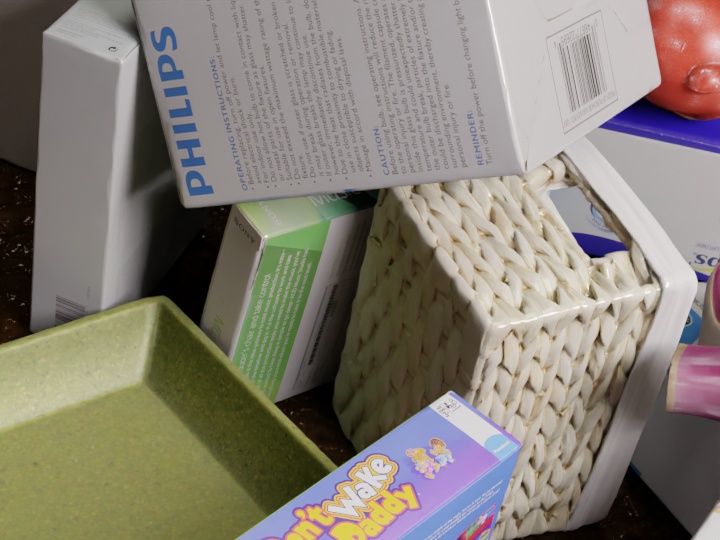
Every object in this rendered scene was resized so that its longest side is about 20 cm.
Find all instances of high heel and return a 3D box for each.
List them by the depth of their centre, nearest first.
[{"bbox_3d":[0.220,0.040,0.934,0.095,0.068,0.200,7,11,17],"label":"high heel"}]

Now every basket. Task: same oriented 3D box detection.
[{"bbox_3d":[0.073,0.043,0.966,0.122,0.201,0.136,-14,49,-25],"label":"basket"}]

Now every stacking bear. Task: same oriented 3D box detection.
[{"bbox_3d":[0.224,-0.157,1.039,0.121,0.114,0.200,30,52,27],"label":"stacking bear"}]

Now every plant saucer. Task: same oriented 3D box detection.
[{"bbox_3d":[-0.133,0.107,0.897,0.199,0.048,0.200,-18,41,-32],"label":"plant saucer"}]

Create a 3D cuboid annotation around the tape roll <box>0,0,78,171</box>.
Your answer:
[{"bbox_3d":[-0.171,-0.173,1.156,0.201,0.140,0.204,11,41,-10],"label":"tape roll"}]

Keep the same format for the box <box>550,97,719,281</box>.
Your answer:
[{"bbox_3d":[0.221,-0.095,1.124,0.182,0.106,0.201,13,43,11],"label":"box"}]

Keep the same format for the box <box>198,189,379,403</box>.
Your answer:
[{"bbox_3d":[0.000,0.000,1.021,0.199,0.145,0.036,-19,53,-37],"label":"box"}]

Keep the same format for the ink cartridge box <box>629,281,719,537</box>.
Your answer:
[{"bbox_3d":[0.251,0.075,1.068,0.198,0.086,0.147,-7,35,-27],"label":"ink cartridge box"}]

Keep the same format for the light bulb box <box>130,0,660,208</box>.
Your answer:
[{"bbox_3d":[0.023,-0.123,0.935,0.199,0.126,0.198,-4,15,32],"label":"light bulb box"}]

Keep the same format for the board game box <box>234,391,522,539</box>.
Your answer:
[{"bbox_3d":[-0.018,0.155,0.792,0.045,0.135,0.199,35,42,25],"label":"board game box"}]

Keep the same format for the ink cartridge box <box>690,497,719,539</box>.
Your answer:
[{"bbox_3d":[0.204,0.199,0.874,0.144,0.146,0.200,33,41,16],"label":"ink cartridge box"}]

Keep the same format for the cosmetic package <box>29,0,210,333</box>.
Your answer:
[{"bbox_3d":[-0.126,-0.075,1.011,0.051,0.201,0.151,21,39,13],"label":"cosmetic package"}]
